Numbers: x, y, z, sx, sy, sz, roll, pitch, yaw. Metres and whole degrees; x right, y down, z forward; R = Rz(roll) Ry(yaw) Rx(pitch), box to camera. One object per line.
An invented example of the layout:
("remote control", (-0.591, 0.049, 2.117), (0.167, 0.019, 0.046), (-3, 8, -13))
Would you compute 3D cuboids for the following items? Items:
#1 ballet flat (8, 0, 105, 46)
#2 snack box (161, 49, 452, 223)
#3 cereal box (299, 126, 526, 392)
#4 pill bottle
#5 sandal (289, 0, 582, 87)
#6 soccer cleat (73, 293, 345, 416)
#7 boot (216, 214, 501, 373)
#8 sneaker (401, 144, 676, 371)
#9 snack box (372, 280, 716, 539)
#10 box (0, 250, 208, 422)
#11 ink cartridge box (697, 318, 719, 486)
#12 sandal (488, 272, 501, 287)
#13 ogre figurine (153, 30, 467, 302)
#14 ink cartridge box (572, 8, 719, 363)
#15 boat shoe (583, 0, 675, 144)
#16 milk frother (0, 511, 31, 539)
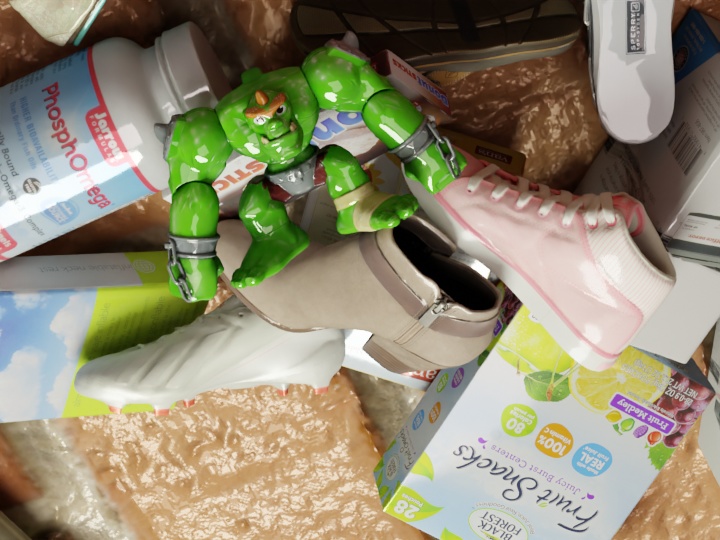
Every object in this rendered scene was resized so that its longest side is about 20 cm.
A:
("ballet flat", (-0.159, -0.229, 1.120), (0.062, 0.067, 0.200), (35, 112, -15))
("snack box", (-0.039, -0.085, 1.195), (0.200, 0.024, 0.072), (-26, 145, 28))
("cereal box", (0.025, -0.013, 1.275), (0.143, 0.040, 0.200), (18, 121, 1))
("pill bottle", (-0.186, -0.090, 1.177), (0.200, 0.109, 0.109), (-24, 122, 7))
("sandal", (0.051, -0.159, 1.197), (0.199, 0.082, 0.055), (-6, 145, -12))
("soccer cleat", (-0.108, 0.055, 1.255), (0.199, 0.069, 0.078), (-6, 105, -18))
("boot", (0.000, 0.000, 1.190), (0.200, 0.070, 0.146), (30, 150, -8))
("sneaker", (0.126, -0.037, 1.161), (0.200, 0.075, 0.105), (46, 119, 6))
("snack box", (0.132, 0.120, 1.279), (0.168, 0.068, 0.200), (27, 107, -17))
("box", (-0.214, 0.049, 1.256), (0.200, 0.048, 0.122), (-2, 126, -34))
("ink cartridge box", (0.356, 0.077, 1.369), (0.144, 0.084, 0.200), (-3, 123, -7))
("sandal", (0.146, 0.042, 1.333), (0.079, 0.059, 0.207), (-27, 110, 31))
("ogre figurine", (-0.047, -0.068, 1.111), (0.200, 0.098, 0.120), (-21, 105, 18))
("ink cartridge box", (0.231, -0.059, 1.230), (0.084, 0.145, 0.200), (21, 118, -20))
("boat shoe", (0.186, -0.189, 1.189), (0.071, 0.068, 0.201), (-2, 101, -3))
("milk frother", (-0.323, 0.288, 1.347), (0.180, 0.200, 0.188), (-31, 121, 17))
